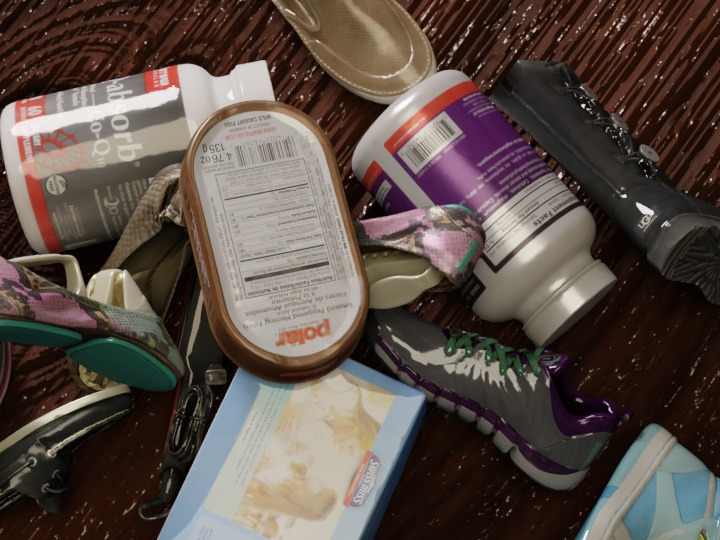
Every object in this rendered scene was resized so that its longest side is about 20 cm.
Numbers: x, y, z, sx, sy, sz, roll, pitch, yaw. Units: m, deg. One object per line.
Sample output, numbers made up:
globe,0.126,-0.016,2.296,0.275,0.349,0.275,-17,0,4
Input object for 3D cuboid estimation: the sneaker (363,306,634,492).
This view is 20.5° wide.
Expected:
sneaker,0.099,0.069,1.433,0.200,0.074,0.088,36,117,-5

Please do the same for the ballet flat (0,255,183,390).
ballet flat,-0.193,0.028,1.367,0.069,0.200,0.072,-15,66,37

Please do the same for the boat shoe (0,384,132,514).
boat shoe,-0.244,0.153,1.445,0.199,0.075,0.066,-29,81,-4

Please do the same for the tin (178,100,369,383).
tin,-0.060,-0.022,1.366,0.111,0.042,0.201,-13,73,-9

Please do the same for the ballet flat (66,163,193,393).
ballet flat,-0.159,0.014,1.437,0.067,0.046,0.201,20,116,-22

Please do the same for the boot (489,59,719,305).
boot,0.202,-0.069,1.473,0.066,0.165,0.200,-51,57,12

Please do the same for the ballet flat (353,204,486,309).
ballet flat,0.000,0.000,1.421,0.069,0.199,0.071,52,47,-29

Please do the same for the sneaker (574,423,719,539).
sneaker,0.214,0.206,1.385,0.130,0.080,0.200,32,52,8

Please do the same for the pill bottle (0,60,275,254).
pill bottle,-0.156,-0.088,1.471,0.199,0.116,0.116,-13,78,-2

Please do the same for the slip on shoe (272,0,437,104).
slip on shoe,-0.021,-0.205,1.504,0.076,0.061,0.200,-38,70,-3

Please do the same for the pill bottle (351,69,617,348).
pill bottle,0.093,-0.042,1.457,0.112,0.112,0.200,-40,80,-7

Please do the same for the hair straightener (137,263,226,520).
hair straightener,-0.125,0.085,1.452,0.041,0.077,0.201,19,78,-12

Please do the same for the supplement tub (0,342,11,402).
supplement tub,-0.331,0.052,1.403,0.139,0.200,0.141,0,78,1

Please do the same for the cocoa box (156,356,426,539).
cocoa box,-0.050,0.158,1.408,0.133,0.131,0.201,24,80,6
